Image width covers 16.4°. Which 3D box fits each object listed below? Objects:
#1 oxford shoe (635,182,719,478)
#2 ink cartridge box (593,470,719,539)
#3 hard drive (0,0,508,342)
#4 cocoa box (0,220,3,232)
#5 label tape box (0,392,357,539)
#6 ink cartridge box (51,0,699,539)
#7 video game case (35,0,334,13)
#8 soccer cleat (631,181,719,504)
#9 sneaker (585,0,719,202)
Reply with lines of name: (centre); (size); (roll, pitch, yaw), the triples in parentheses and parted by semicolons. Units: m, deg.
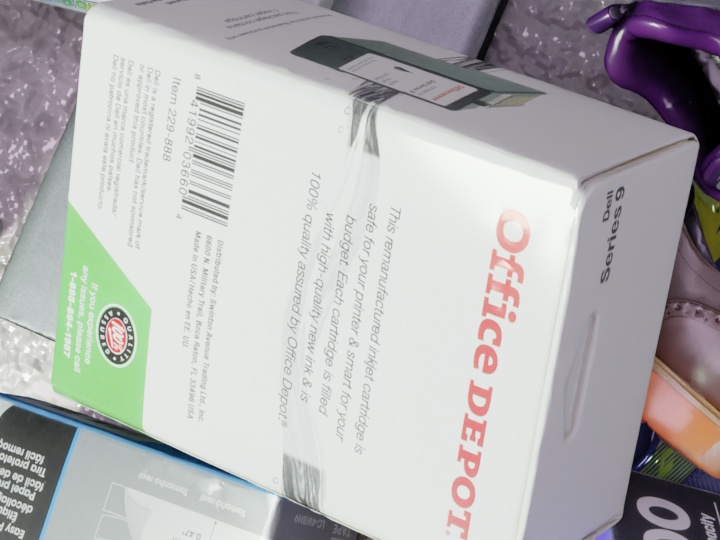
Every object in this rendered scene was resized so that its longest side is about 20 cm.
oxford shoe: (0.080, -0.018, 0.894); (0.200, 0.071, 0.073); (44, 97, 18)
ink cartridge box: (0.122, 0.151, 0.824); (0.199, 0.199, 0.044); (14, 126, -14)
hard drive: (-0.042, -0.047, 0.971); (0.139, 0.033, 0.201); (22, 88, 10)
cocoa box: (-0.241, -0.037, 0.912); (0.133, 0.200, 0.131); (-40, 80, 1)
label tape box: (-0.100, 0.160, 0.919); (0.143, 0.066, 0.201); (16, 84, 31)
ink cartridge box: (0.000, 0.000, 0.845); (0.199, 0.084, 0.147); (22, 115, 30)
video game case: (-0.089, -0.161, 0.962); (0.199, 0.018, 0.144); (15, 64, 15)
soccer cleat: (0.129, -0.001, 0.924); (0.083, 0.065, 0.201); (11, 87, 5)
sneaker: (0.155, -0.019, 0.839); (0.200, 0.087, 0.074); (49, 132, 12)
